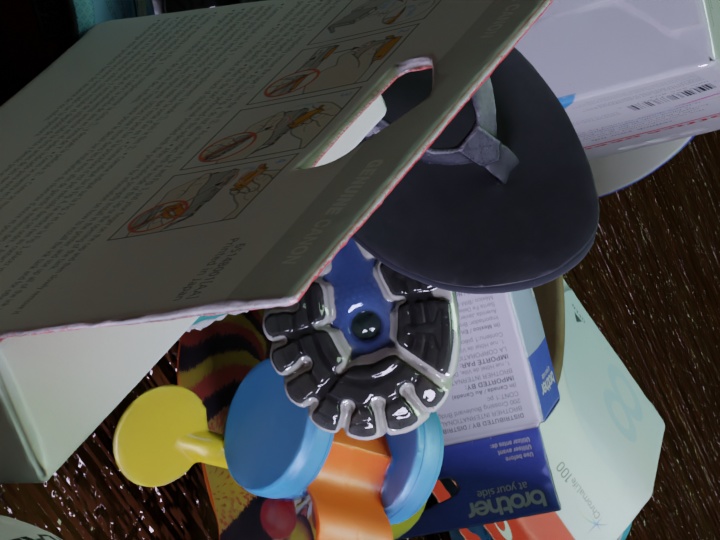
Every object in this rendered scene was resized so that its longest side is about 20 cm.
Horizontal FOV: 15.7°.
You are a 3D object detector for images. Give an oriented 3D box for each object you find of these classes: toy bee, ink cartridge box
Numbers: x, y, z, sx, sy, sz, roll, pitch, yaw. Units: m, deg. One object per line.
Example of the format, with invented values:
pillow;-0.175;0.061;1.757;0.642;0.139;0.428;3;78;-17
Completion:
toy bee;-0.028;0.081;0.887;0.130;0.109;0.200;29;22;-19
ink cartridge box;0.076;0.065;1.225;0.161;0.047;0.200;55;21;-15
ink cartridge box;0.100;-0.091;1.053;0.200;0.114;0.068;6;72;-73
ink cartridge box;0.000;0.000;0.969;0.042;0.118;0.202;-34;110;-70
ink cartridge box;-0.042;-0.017;0.675;0.200;0.175;0.045;-50;127;-50

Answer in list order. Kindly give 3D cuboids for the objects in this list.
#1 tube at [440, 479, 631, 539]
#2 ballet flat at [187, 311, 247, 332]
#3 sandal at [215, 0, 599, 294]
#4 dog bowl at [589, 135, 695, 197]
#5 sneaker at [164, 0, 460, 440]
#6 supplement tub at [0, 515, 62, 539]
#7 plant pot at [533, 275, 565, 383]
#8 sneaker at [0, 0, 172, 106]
tube;0.083;0.129;1.281;0.200;0.050;0.078;-4;73;-68
ballet flat;-0.067;-0.071;0.895;0.072;0.071;0.202;35;46;-66
sandal;-0.004;-0.074;0.782;0.201;0.076;0.043;51;-6;-1
dog bowl;0.083;-0.134;1.200;0.079;0.199;0.202;-52;127;-65
sneaker;-0.012;-0.046;0.852;0.089;0.078;0.202;0;80;-84
supplement tub;-0.079;0.135;0.612;0.200;0.122;0.123;54;28;-54
plant pot;0.013;-0.032;1.084;0.201;0.092;0.203;-14;90;-73
sneaker;-0.112;-0.127;0.780;0.090;0.078;0.201;-61;135;-61
